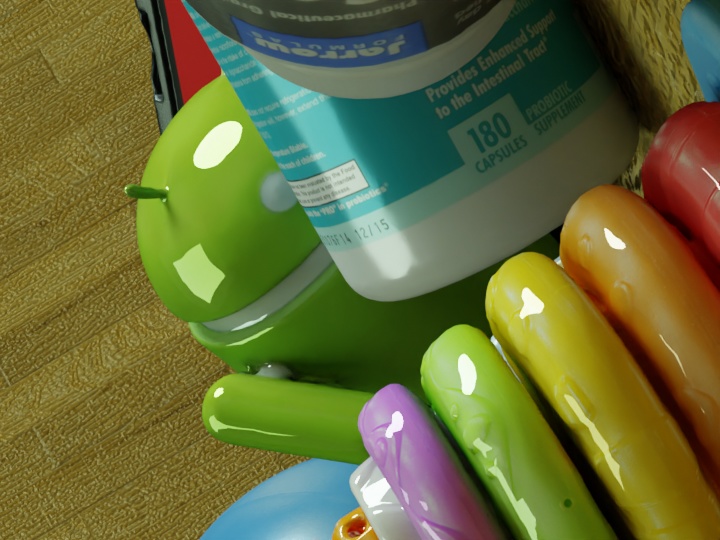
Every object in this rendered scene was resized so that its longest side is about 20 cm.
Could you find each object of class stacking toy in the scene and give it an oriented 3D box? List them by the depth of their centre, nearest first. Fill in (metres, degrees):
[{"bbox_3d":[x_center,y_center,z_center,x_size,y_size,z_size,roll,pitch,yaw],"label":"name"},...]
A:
[{"bbox_3d":[0.040,0.044,0.505,0.110,0.200,0.116,61,177,-40],"label":"stacking toy"}]

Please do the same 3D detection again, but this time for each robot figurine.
[{"bbox_3d":[0.000,0.000,0.866,0.200,0.176,0.116,40,146,-26],"label":"robot figurine"}]

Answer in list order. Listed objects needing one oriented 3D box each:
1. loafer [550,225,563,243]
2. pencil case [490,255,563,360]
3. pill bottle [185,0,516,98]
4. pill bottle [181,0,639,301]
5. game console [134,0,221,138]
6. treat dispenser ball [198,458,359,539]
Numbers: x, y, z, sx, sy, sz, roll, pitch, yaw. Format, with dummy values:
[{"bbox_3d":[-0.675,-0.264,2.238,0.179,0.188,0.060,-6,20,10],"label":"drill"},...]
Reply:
[{"bbox_3d":[0.086,0.024,0.955,0.200,0.073,0.071,58,178,1],"label":"loafer"},{"bbox_3d":[0.117,0.071,0.595,0.200,0.091,0.083,57,157,16],"label":"pencil case"},{"bbox_3d":[-0.007,-0.115,0.571,0.114,0.114,0.200,59,178,14],"label":"pill bottle"},{"bbox_3d":[-0.002,-0.099,0.742,0.200,0.111,0.111,59,178,-11],"label":"pill bottle"},{"bbox_3d":[-0.038,-0.106,1.073,0.118,0.172,0.201,14,127,31],"label":"game console"},{"bbox_3d":[0.012,0.173,0.954,0.201,0.201,0.201,59,178,3],"label":"treat dispenser ball"}]
